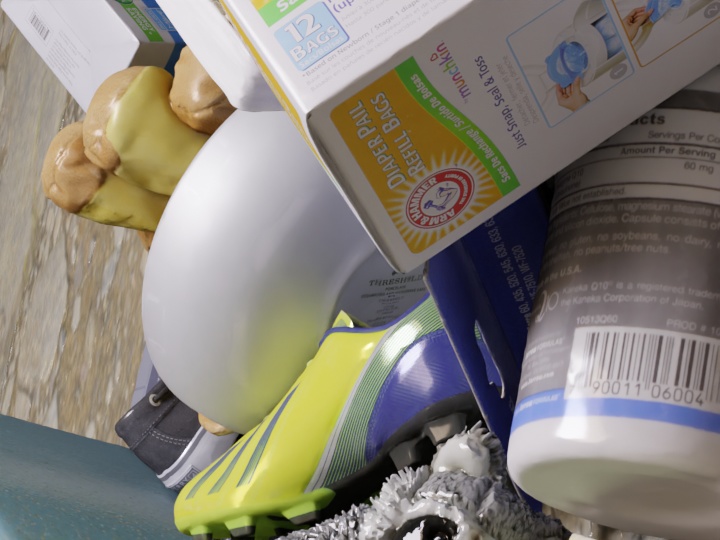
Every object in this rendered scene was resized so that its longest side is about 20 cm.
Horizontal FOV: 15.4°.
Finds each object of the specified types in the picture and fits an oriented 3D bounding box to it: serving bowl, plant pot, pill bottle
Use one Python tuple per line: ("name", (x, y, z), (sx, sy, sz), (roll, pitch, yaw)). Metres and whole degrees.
("serving bowl", (0.000, 0.000, 1.218), (0.066, 0.200, 0.201), (41, 112, 40))
("plant pot", (-0.181, 0.186, 1.354), (0.200, 0.195, 0.197), (20, 91, 59))
("pill bottle", (0.125, -0.009, 0.999), (0.114, 0.113, 0.201), (-26, 49, 61))

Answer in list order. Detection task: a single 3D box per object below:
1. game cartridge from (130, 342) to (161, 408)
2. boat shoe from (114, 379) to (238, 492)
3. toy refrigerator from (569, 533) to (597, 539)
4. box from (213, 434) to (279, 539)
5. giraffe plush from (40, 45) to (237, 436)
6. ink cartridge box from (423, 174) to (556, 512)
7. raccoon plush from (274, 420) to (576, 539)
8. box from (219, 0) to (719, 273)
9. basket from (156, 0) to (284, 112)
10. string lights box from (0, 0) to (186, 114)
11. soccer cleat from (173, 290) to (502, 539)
("game cartridge", (-0.084, 0.013, 1.588), (0.133, 0.041, 0.201), (158, 128, -67))
("boat shoe", (-0.079, 0.034, 1.448), (0.070, 0.066, 0.200), (-41, 16, 47))
("toy refrigerator", (0.129, 0.147, 0.921), (0.200, 0.070, 0.076), (10, 81, 68))
("box", (-0.080, 0.195, 1.410), (0.198, 0.050, 0.201), (-42, 35, 51))
("giraffe plush", (-0.050, -0.006, 1.358), (0.172, 0.199, 0.163), (-38, 52, 45))
("ink cartridge box", (0.070, -0.029, 1.083), (0.198, 0.047, 0.201), (64, -158, -53))
("raccoon plush", (0.004, 0.110, 1.090), (0.134, 0.097, 0.200), (-43, 27, 0))
("box", (0.056, -0.112, 0.951), (0.200, 0.101, 0.113), (-34, 50, -1))
("basket", (0.017, -0.160, 1.164), (0.136, 0.199, 0.124), (54, 137, 36))
("string lights box", (-0.085, -0.135, 1.460), (0.103, 0.200, 0.059), (50, 125, 28))
("soccer cleat", (-0.010, 0.065, 1.168), (0.200, 0.065, 0.084), (-30, 64, 40))
